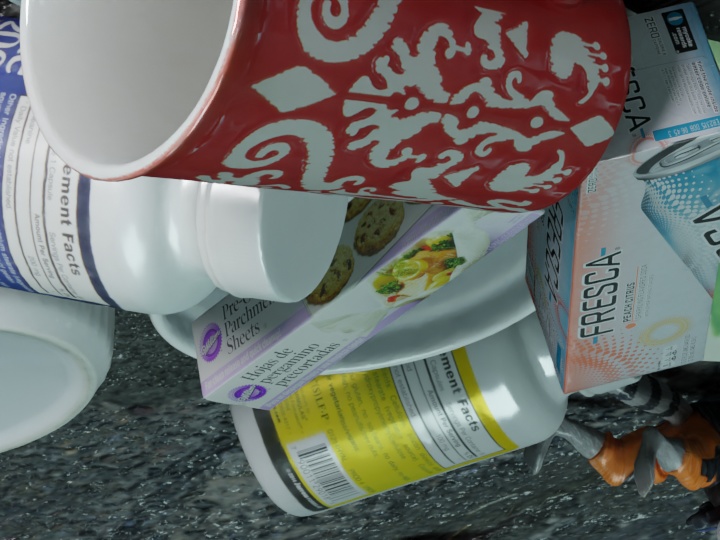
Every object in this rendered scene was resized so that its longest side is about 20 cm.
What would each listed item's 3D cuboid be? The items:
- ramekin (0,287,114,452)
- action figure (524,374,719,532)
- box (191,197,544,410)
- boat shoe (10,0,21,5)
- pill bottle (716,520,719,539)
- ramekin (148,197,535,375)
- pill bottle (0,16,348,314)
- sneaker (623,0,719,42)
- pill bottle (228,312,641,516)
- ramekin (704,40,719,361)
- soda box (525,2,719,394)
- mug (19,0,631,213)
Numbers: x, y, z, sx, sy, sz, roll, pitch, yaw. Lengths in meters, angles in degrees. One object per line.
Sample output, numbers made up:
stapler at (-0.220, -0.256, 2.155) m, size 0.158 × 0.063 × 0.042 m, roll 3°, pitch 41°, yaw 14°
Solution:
ramekin at (-0.207, 0.020, 1.410) m, size 0.201 × 0.095 × 0.203 m, roll -8°, pitch 155°, yaw -4°
action figure at (0.223, 0.096, 1.726) m, size 0.193 × 0.105 × 0.200 m, roll 0°, pitch 170°, yaw -32°
box at (0.000, 0.000, 1.267) m, size 0.039 × 0.042 × 0.200 m, roll 11°, pitch 148°, yaw -36°
boat shoe at (-0.059, -0.124, 1.204) m, size 0.201 × 0.065 × 0.074 m, roll 9°, pitch 149°, yaw -34°
pill bottle at (0.266, 0.072, 1.577) m, size 0.112 × 0.112 × 0.201 m, roll 9°, pitch 116°, yaw -34°
ramekin at (-0.004, -0.041, 1.349) m, size 0.199 × 0.105 × 0.200 m, roll -8°, pitch 154°, yaw -4°
pill bottle at (-0.110, -0.043, 1.216) m, size 0.199 × 0.111 × 0.111 m, roll 10°, pitch 162°, yaw 24°
sneaker at (0.195, -0.133, 1.213) m, size 0.199 × 0.121 × 0.084 m, roll 26°, pitch 147°, yaw -5°
pill bottle at (0.040, 0.048, 1.539) m, size 0.199 × 0.112 × 0.111 m, roll -18°, pitch 153°, yaw 17°
ramekin at (0.197, -0.035, 1.441) m, size 0.199 × 0.098 × 0.200 m, roll -8°, pitch 154°, yaw -4°
soda box at (0.110, -0.025, 1.241) m, size 0.068 × 0.064 × 0.200 m, roll -14°, pitch 152°, yaw -6°
mug at (0.007, -0.089, 1.083) m, size 0.199 × 0.134 × 0.177 m, roll 9°, pitch 165°, yaw -40°
